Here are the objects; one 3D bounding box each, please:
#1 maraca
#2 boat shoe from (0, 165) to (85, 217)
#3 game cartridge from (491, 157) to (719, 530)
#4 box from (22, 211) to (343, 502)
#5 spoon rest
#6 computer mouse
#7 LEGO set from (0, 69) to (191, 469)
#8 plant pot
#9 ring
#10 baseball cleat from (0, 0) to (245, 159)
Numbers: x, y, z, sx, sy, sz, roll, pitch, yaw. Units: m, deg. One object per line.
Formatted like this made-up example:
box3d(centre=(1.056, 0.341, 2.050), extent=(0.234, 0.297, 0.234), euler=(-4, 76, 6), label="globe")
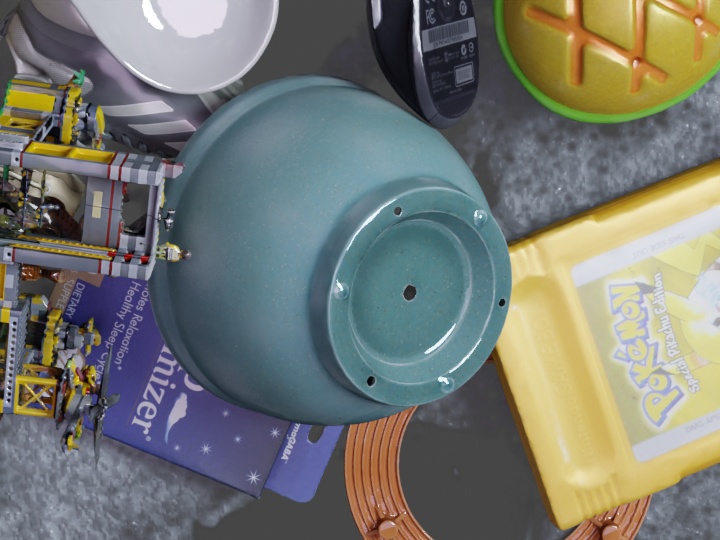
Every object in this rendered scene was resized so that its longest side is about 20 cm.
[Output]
box3d(centre=(0.170, -0.170, 0.961), extent=(0.199, 0.107, 0.138), euler=(-34, 98, 3), label="maraca")
box3d(centre=(-0.252, -0.082, 0.978), extent=(0.200, 0.075, 0.069), euler=(38, 95, -18), label="boat shoe")
box3d(centre=(0.181, 0.041, 1.022), extent=(0.199, 0.032, 0.177), euler=(-22, 100, -9), label="game cartridge")
box3d(centre=(-0.099, 0.058, 1.026), extent=(0.199, 0.032, 0.122), euler=(22, 97, -7), label="box")
box3d(centre=(-0.138, -0.166, 0.906), extent=(0.199, 0.061, 0.100), euler=(24, 97, -15), label="spoon rest")
box3d(centre=(0.039, -0.188, 0.954), extent=(0.046, 0.140, 0.201), euler=(1, 110, 31), label="computer mouse")
box3d(centre=(-0.148, -0.004, 0.908), extent=(0.115, 0.154, 0.202), euler=(8, 99, -2), label="LEGO set")
box3d(centre=(0.000, 0.000, 0.928), extent=(0.199, 0.134, 0.202), euler=(-9, 107, -31), label="plant pot")
box3d(centre=(0.089, 0.123, 1.051), extent=(0.199, 0.019, 0.202), euler=(0, 99, -2), label="ring")
box3d(centre=(-0.125, -0.091, 0.991), extent=(0.200, 0.070, 0.106), euler=(43, 111, -6), label="baseball cleat")
